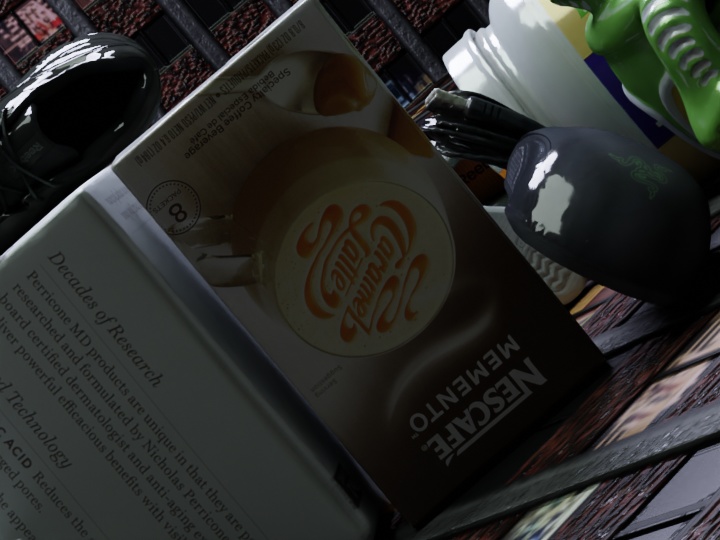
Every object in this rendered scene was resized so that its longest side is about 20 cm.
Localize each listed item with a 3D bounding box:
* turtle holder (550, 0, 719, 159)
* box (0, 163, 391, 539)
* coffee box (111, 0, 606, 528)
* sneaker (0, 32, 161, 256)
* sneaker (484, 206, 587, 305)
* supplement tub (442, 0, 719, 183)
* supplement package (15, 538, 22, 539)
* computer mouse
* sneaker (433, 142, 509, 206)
[{"bbox_3d":[0.177,-0.114,1.200,0.141,0.132,0.186,-39,6,-1],"label":"turtle holder"},{"bbox_3d":[-0.096,0.067,1.251,0.131,0.200,0.199,-40,3,7],"label":"box"},{"bbox_3d":[-0.001,-0.006,1.183,0.114,0.200,0.080,-41,6,0],"label":"coffee box"},{"bbox_3d":[-0.175,-0.045,1.302,0.200,0.076,0.091,-45,9,-9],"label":"sneaker"},{"bbox_3d":[0.000,0.000,1.379,0.118,0.200,0.074,142,138,-60],"label":"sneaker"},{"bbox_3d":[0.155,-0.124,1.373,0.200,0.146,0.145,-40,5,9],"label":"supplement tub"},{"bbox_3d":[-0.178,0.202,1.190,0.109,0.114,0.200,-41,4,-25],"label":"supplement package"},{"bbox_3d":[0.102,-0.039,1.191,0.200,0.138,0.053,-108,42,-75],"label":"computer mouse"},{"bbox_3d":[0.107,-0.089,1.540,0.200,0.074,0.079,-45,12,20],"label":"sneaker"}]
